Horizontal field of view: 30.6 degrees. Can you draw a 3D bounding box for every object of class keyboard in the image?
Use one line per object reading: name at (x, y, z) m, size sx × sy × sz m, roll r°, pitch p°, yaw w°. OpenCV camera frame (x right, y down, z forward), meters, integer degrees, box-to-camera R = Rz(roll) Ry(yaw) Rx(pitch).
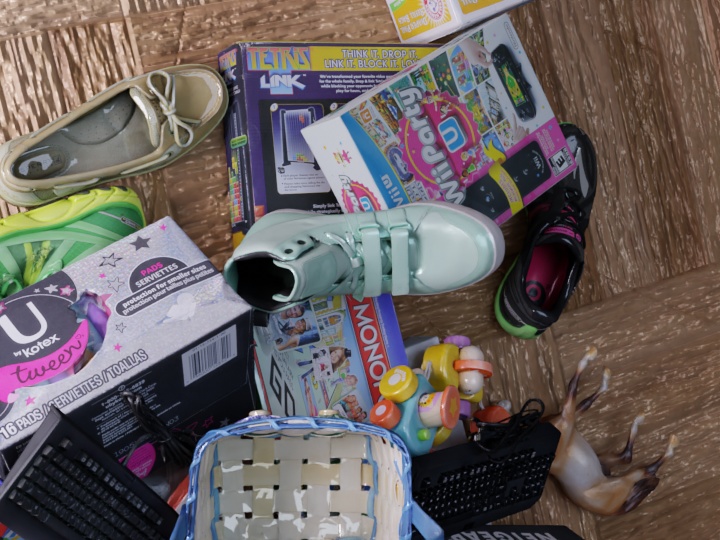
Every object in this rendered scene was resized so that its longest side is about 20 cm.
keyboard at (-0.163, 0.144, 0.886) m, size 0.127 × 0.021 × 0.200 m, roll -60°, pitch 152°, yaw -19°
keyboard at (0.103, 0.162, 1.032) m, size 0.199 × 0.039 × 0.105 m, roll -6°, pitch 112°, yaw -49°

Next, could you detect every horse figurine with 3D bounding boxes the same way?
horse figurine at (0.208, 0.163, 1.200) m, size 0.133 × 0.050 × 0.200 m, roll -48°, pitch 114°, yaw -8°

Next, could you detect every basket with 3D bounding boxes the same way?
basket at (-0.045, 0.170, 0.905) m, size 0.175 × 0.200 × 0.140 m, roll -1°, pitch 99°, yaw -8°

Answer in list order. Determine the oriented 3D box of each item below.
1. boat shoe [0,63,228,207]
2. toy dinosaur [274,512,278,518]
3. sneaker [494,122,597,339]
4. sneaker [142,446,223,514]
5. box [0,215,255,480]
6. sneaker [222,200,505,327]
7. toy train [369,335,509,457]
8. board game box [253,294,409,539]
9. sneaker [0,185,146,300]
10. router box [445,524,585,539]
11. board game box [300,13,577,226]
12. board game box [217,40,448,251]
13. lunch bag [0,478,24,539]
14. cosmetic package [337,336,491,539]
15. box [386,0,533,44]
boat shoe at (-0.185, -0.106, 1.006) m, size 0.200 × 0.063 × 0.074 m, roll -23°, pitch 97°, yaw -23°
toy dinosaur at (-0.124, 0.280, 1.017) m, size 0.200 × 0.136 × 0.086 m, roll -45°, pitch 64°, yaw -1°
sneaker at (0.179, -0.035, 1.177) m, size 0.076 × 0.084 × 0.201 m, roll 15°, pitch 80°, yaw -16°
sneaker at (-0.192, 0.195, 0.998) m, size 0.082 × 0.077 × 0.200 m, roll 43°, pitch 64°, yaw 5°
box at (-0.187, 0.074, 0.942) m, size 0.199 × 0.133 × 0.115 m, roll -30°, pitch 57°, yaw -25°
sneaker at (0.000, 0.000, 0.954) m, size 0.118 × 0.199 × 0.074 m, roll -52°, pitch 139°, yaw -63°
toy train at (0.086, 0.131, 1.064) m, size 0.200 × 0.055 × 0.151 m, roll -15°, pitch 91°, yaw -57°
board game box at (-0.022, 0.097, 1.048) m, size 0.134 × 0.029 × 0.201 m, roll -15°, pitch 91°, yaw -26°
sneaker at (-0.243, 0.000, 0.968) m, size 0.199 × 0.074 × 0.084 m, roll -24°, pitch 94°, yaw -26°
router box at (0.095, 0.289, 1.097) m, size 0.199 × 0.051 × 0.150 m, roll 9°, pitch 103°, yaw -37°
board game box at (0.069, -0.097, 1.071) m, size 0.200 × 0.064 × 0.148 m, roll -35°, pitch 104°, yaw -31°
board game box at (-0.014, -0.104, 1.102) m, size 0.199 × 0.057 × 0.166 m, roll -3°, pitch 87°, yaw -27°
lunch bag at (-0.271, 0.215, 0.871) m, size 0.200 × 0.094 × 0.151 m, roll -38°, pitch 140°, yaw -8°
cosmetic package at (0.021, 0.173, 1.108) m, size 0.150 × 0.052 × 0.201 m, roll -20°, pitch 96°, yaw -29°
box at (0.069, -0.307, 1.128) m, size 0.112 × 0.101 × 0.201 m, roll -24°, pitch 98°, yaw -26°
